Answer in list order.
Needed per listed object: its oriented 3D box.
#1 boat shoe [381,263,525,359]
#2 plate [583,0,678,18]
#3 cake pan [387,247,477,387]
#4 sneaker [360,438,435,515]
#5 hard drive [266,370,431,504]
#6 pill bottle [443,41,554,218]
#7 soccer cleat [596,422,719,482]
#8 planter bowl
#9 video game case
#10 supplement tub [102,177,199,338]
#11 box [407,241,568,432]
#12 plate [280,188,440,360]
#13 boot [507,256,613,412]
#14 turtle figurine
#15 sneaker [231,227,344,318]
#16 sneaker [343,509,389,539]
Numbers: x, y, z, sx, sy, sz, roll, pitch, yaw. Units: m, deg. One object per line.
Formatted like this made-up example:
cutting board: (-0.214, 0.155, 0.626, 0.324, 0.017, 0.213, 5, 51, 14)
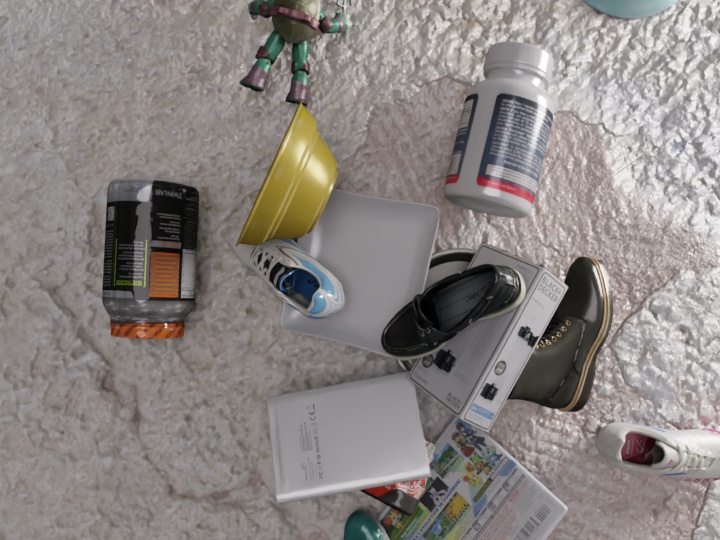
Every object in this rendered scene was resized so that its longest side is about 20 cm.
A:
boat shoe: (0.095, 0.047, 0.778, 0.197, 0.066, 0.076, -23, 62, 29)
plate: (0.375, -0.451, 0.905, 0.195, 0.026, 0.206, 0, 87, 4)
cake pan: (0.134, 0.073, 0.895, 0.195, 0.037, 0.206, 0, 88, 3)
sneaker: (0.002, 0.233, 0.889, 0.198, 0.068, 0.109, 23, 71, 16)
hard drive: (-0.018, 0.213, 0.848, 0.195, 0.026, 0.135, -10, 69, 2)
pill bottle: (0.187, -0.181, 0.860, 0.117, 0.120, 0.205, 14, 89, 4)
soccer cleat: (0.407, 0.240, 0.849, 0.195, 0.086, 0.072, 5, 88, 3)
planter bowl: (-0.083, -0.106, 0.846, 0.082, 0.200, 0.204, 25, 90, -12)
video game case: (0.137, 0.323, 0.861, 0.182, 0.022, 0.201, 39, 92, 28)
supplement tub: (-0.280, -0.014, 0.880, 0.119, 0.123, 0.205, 3, 88, 3)
box: (0.154, 0.078, 0.813, 0.060, 0.116, 0.203, 29, 89, -35)
plate: (0.000, 0.000, 0.887, 0.196, 0.032, 0.205, 11, 88, 22)
boot: (0.243, 0.077, 0.840, 0.136, 0.077, 0.205, 9, 87, -29)
turtle figurine: (-0.091, -0.338, 0.897, 0.146, 0.101, 0.205, 17, 95, 4)
sneaker: (-0.105, -0.005, 0.874, 0.198, 0.072, 0.073, 33, 101, 29)
sneaker: (0.004, 0.423, 0.860, 0.070, 0.079, 0.205, -11, 87, 36)
